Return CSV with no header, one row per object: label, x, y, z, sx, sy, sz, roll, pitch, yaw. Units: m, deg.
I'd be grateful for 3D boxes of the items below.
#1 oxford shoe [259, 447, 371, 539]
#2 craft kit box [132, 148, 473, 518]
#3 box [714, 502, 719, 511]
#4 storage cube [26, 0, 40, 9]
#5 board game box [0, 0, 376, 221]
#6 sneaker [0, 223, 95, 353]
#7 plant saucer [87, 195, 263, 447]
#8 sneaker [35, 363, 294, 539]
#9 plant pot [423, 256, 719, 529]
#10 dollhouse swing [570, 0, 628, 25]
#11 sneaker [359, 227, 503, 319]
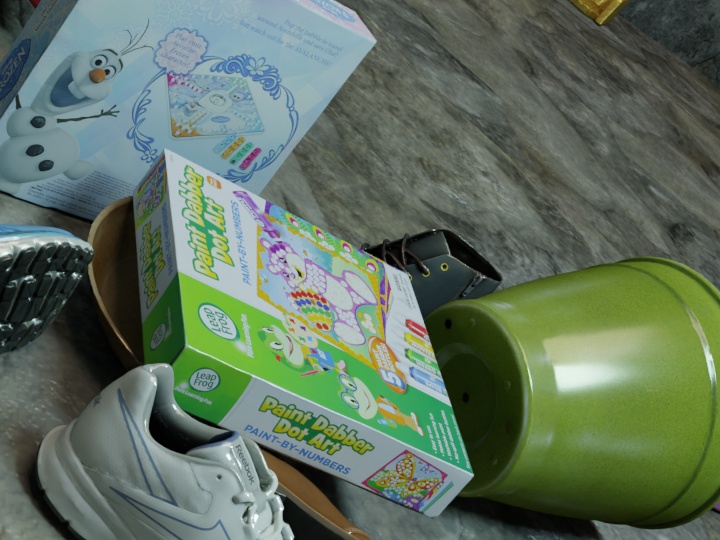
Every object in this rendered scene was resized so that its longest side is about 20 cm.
oxford shoe,-0.014,0.154,0.738,0.200,0.071,0.071,44,19,11
craft kit box,-0.039,0.034,0.829,0.197,0.049,0.200,24,27,-27
box,0.384,0.139,1.257,0.200,0.176,0.097,28,25,-28
storage cube,-0.242,-0.329,1.036,0.171,0.180,0.200,49,-1,-43
board game box,-0.123,-0.115,0.890,0.200,0.199,0.043,20,30,-42
sneaker,-0.221,-0.013,0.710,0.090,0.078,0.200,48,23,26
plant saucer,-0.089,0.038,0.859,0.200,0.035,0.201,32,29,-20
sneaker,-0.068,0.131,0.670,0.200,0.087,0.074,44,21,5
plant pot,0.136,0.087,0.975,0.192,0.201,0.201,3,41,-38
dollhouse swing,0.492,-0.642,2.884,0.200,0.176,0.182,44,22,6
sneaker,0.000,0.000,0.990,0.200,0.106,0.075,21,29,-32
